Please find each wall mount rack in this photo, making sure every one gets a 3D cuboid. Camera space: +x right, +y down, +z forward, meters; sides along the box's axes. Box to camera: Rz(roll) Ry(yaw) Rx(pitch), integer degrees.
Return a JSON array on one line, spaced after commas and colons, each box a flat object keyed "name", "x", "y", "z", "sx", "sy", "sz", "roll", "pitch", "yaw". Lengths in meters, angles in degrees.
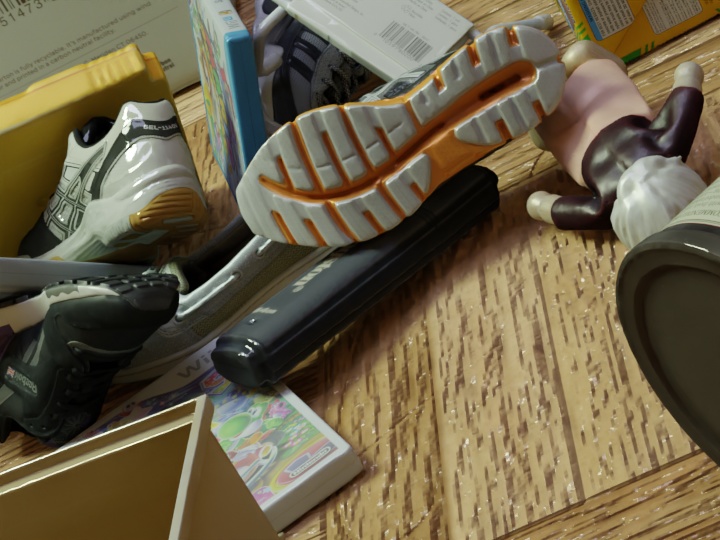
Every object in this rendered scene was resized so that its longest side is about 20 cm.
[{"name": "wall mount rack", "x": 0.029, "y": -0.158, "z": 1.420, "sx": 0.199, "sy": 0.075, "sz": 0.174, "roll": 36, "pitch": 63, "yaw": 16}]

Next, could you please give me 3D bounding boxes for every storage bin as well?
[{"name": "storage bin", "x": -0.144, "y": 0.183, "z": 0.998, "sx": 0.197, "sy": 0.094, "sz": 0.201, "roll": -21, "pitch": 32, "yaw": 18}]

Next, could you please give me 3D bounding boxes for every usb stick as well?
[{"name": "usb stick", "x": 0.000, "y": 0.000, "z": 1.250, "sx": 0.200, "sy": 0.033, "sz": 0.055, "roll": -38, "pitch": 29, "yaw": -29}]

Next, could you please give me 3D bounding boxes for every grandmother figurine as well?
[{"name": "grandmother figurine", "x": 0.144, "y": -0.063, "z": 1.211, "sx": 0.122, "sy": 0.060, "sz": 0.200, "roll": -53, "pitch": 23, "yaw": 17}]

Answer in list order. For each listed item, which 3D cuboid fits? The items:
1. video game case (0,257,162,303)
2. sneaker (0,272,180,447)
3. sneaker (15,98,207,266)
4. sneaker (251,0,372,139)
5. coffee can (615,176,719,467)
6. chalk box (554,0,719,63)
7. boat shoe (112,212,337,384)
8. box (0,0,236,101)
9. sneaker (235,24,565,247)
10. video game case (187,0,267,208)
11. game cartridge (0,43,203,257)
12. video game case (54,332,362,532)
[{"name": "video game case", "x": -0.246, "y": 0.023, "z": 1.373, "sx": 0.181, "sy": 0.022, "sz": 0.199, "roll": -14, "pitch": -10, "yaw": 31}, {"name": "sneaker", "x": -0.158, "y": 0.054, "z": 1.273, "sx": 0.075, "sy": 0.088, "sz": 0.199, "roll": -4, "pitch": -7, "yaw": -34}, {"name": "sneaker", "x": -0.157, "y": -0.048, "z": 1.381, "sx": 0.075, "sy": 0.089, "sz": 0.199, "roll": -6, "pitch": -12, "yaw": -36}, {"name": "sneaker", "x": -0.012, "y": -0.133, "z": 1.479, "sx": 0.113, "sy": 0.076, "sz": 0.201, "roll": -10, "pitch": 43, "yaw": 9}, {"name": "coffee can", "x": 0.224, "y": -0.012, "z": 0.917, "sx": 0.200, "sy": 0.147, "sz": 0.146, "roll": -40, "pitch": 27, "yaw": -21}, {"name": "chalk box", "x": 0.162, "y": -0.235, "z": 1.423, "sx": 0.123, "sy": 0.125, "sz": 0.200, "roll": -27, "pitch": 24, "yaw": 5}, {"name": "boat shoe", "x": -0.082, "y": -0.002, "z": 1.321, "sx": 0.201, "sy": 0.065, "sz": 0.075, "roll": -29, "pitch": 24, "yaw": 13}, {"name": "box", "x": -0.227, "y": -0.229, "z": 1.742, "sx": 0.198, "sy": 0.201, "sz": 0.172, "roll": -25, "pitch": 27, "yaw": 12}, {"name": "sneaker", "x": 0.024, "y": -0.072, "z": 1.259, "sx": 0.199, "sy": 0.079, "sz": 0.077, "roll": -25, "pitch": 6, "yaw": 2}, {"name": "video game case", "x": -0.084, "y": -0.110, "z": 1.438, "sx": 0.018, "sy": 0.144, "sz": 0.200, "roll": -11, "pitch": 24, "yaw": -9}, {"name": "game cartridge", "x": -0.206, "y": -0.057, "z": 1.429, "sx": 0.199, "sy": 0.177, "sz": 0.033, "roll": -25, "pitch": 63, "yaw": -7}, {"name": "video game case", "x": -0.094, "y": 0.107, "z": 1.193, "sx": 0.143, "sy": 0.018, "sz": 0.200, "roll": -35, "pitch": 25, "yaw": -9}]
